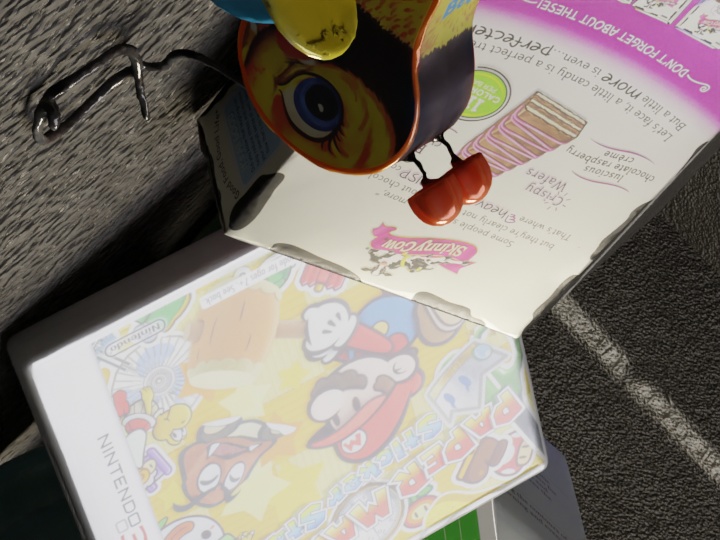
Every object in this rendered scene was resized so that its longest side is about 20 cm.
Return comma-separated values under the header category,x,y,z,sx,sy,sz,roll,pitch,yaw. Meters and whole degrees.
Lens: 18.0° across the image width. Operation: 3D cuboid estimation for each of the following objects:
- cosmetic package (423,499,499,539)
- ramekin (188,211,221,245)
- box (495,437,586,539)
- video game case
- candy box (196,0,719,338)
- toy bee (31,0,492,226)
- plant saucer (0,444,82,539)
category,x,y,z,sx,sy,sz,roll,pitch,yaw
cosmetic package,-0.034,0.128,1.117,0.199,0.108,0.085,-10,-149,0
ramekin,0.000,0.000,1.031,0.200,0.098,0.200,-43,173,-6
box,-0.009,0.145,1.268,0.200,0.199,0.172,-44,-162,16
video game case,-0.024,0.055,0.912,0.199,0.023,0.183,-28,129,-16
candy box,0.056,-0.077,0.763,0.136,0.061,0.200,20,126,-34
toy bee,0.008,-0.073,0.599,0.131,0.109,0.200,-42,173,-32
plant saucer,-0.104,0.157,0.971,0.200,0.200,0.028,-41,148,-25
